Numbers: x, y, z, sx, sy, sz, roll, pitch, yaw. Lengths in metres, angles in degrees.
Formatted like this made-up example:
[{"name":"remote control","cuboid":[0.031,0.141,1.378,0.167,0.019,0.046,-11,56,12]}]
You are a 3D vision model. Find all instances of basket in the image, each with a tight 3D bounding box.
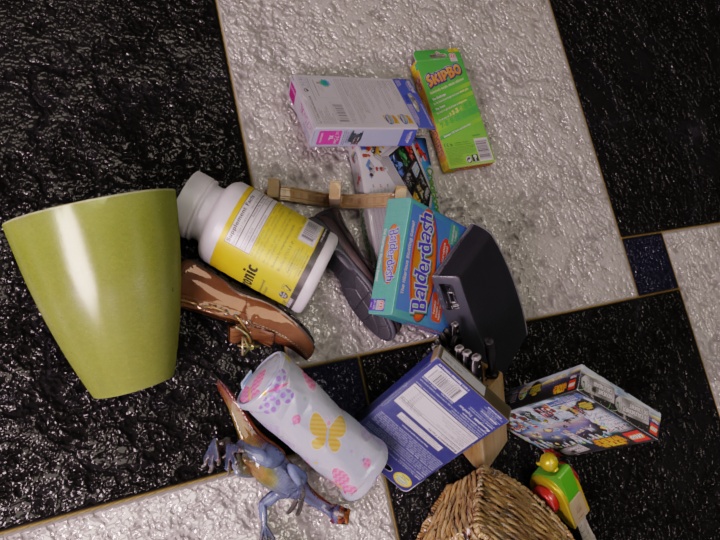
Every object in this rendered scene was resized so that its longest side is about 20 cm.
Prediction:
[{"name":"basket","cuboid":[0.177,0.376,0.921,0.199,0.149,0.143,39,30,-9]}]

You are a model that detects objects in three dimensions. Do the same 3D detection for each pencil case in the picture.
[{"name":"pencil case","cuboid":[-0.056,0.188,0.839,0.200,0.090,0.084,45,71,-18]}]

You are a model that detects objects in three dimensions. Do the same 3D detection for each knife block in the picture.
[{"name":"knife block","cuboid":[0.154,0.166,0.908,0.064,0.175,0.201,-42,94,-28]}]

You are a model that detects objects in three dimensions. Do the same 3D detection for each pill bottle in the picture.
[{"name":"pill bottle","cuboid":[-0.136,-0.041,0.872,0.197,0.111,0.113,29,65,-4]}]

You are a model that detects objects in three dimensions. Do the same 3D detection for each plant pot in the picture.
[{"name":"plant pot","cuboid":[-0.274,0.029,0.772,0.184,0.186,0.205,-15,95,-27]}]

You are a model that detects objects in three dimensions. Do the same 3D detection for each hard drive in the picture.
[{"name":"hard drive","cuboid":[0.174,0.051,0.963,0.135,0.042,0.203,-48,125,-36]}]

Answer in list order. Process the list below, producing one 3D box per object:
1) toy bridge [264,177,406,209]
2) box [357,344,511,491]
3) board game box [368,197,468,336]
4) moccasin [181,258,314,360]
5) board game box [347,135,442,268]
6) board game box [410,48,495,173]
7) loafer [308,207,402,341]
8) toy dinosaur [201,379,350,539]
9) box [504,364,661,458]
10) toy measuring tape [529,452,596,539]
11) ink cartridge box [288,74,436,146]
[{"name":"toy bridge","cuboid":[-0.036,-0.103,0.960,0.194,0.067,0.028,3,83,-1]},{"name":"box","cuboid":[0.078,0.192,0.874,0.121,0.200,0.033,40,32,-7]},{"name":"board game box","cuboid":[0.102,0.006,0.949,0.198,0.044,0.156,20,76,-44]},{"name":"moccasin","cuboid":[-0.149,0.063,0.863,0.199,0.073,0.079,30,74,-16]},{"name":"board game box","cuboid":[0.058,-0.100,1.024,0.123,0.035,0.205,-4,77,-25]},{"name":"board game box","cuboid":[0.147,-0.261,1.117,0.094,0.030,0.205,-11,82,-27]},{"name":"loafer","cuboid":[0.000,0.000,0.951,0.063,0.072,0.201,-36,88,-32]},{"name":"toy dinosaur","cuboid":[-0.088,0.240,0.832,0.179,0.104,0.204,24,54,-36]},{"name":"box","cuboid":[0.283,0.198,0.943,0.135,0.200,0.040,30,60,-12]},{"name":"toy measuring tape","cuboid":[0.290,0.340,0.994,0.073,0.073,0.203,-36,113,-28]},{"name":"ink cartridge box","cuboid":[0.003,-0.234,1.015,0.195,0.042,0.121,-7,53,-23]}]
